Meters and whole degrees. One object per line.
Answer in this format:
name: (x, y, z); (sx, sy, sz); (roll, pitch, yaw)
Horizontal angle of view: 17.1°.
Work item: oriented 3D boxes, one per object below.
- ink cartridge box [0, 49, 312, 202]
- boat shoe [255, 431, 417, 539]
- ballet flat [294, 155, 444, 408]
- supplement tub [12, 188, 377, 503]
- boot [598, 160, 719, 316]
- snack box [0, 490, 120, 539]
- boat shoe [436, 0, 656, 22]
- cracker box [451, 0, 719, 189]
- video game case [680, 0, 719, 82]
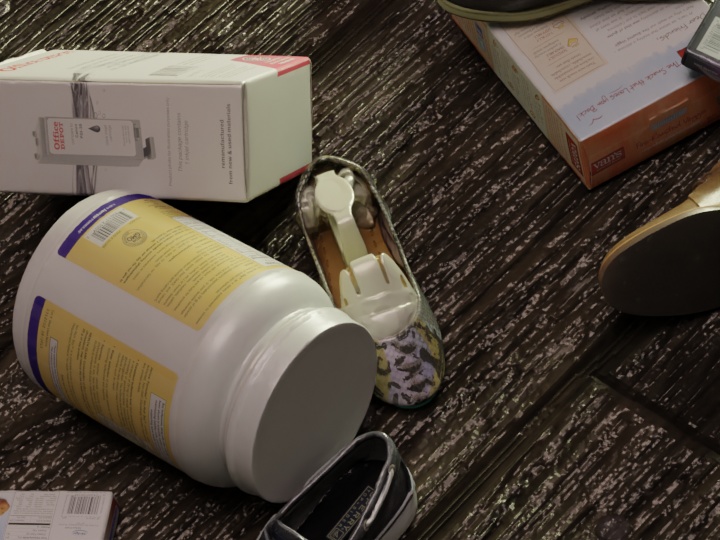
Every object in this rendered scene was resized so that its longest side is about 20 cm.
ink cartridge box: (-0.147, -0.101, 1.631); (0.199, 0.083, 0.146); (3, 13, 17)
boat shoe: (-0.039, 0.180, 1.443); (0.072, 0.068, 0.200); (31, 66, 31)
ballet flat: (0.000, 0.000, 1.570); (0.072, 0.072, 0.201); (-20, 52, -2)
supplement tub: (-0.104, 0.048, 1.509); (0.200, 0.146, 0.145); (27, 64, 29)
boot: (0.234, -0.033, 1.546); (0.199, 0.074, 0.075); (-24, 37, -13)
snack box: (-0.256, 0.175, 1.527); (0.199, 0.024, 0.072); (-1, 54, 13)
boat shoe: (0.146, -0.218, 1.625); (0.200, 0.066, 0.072); (-4, 52, 10)
cracker box: (0.162, -0.164, 1.659); (0.134, 0.058, 0.200); (-28, 52, -8)
video game case: (0.330, -0.145, 1.587); (0.199, 0.019, 0.143); (27, 56, 10)
